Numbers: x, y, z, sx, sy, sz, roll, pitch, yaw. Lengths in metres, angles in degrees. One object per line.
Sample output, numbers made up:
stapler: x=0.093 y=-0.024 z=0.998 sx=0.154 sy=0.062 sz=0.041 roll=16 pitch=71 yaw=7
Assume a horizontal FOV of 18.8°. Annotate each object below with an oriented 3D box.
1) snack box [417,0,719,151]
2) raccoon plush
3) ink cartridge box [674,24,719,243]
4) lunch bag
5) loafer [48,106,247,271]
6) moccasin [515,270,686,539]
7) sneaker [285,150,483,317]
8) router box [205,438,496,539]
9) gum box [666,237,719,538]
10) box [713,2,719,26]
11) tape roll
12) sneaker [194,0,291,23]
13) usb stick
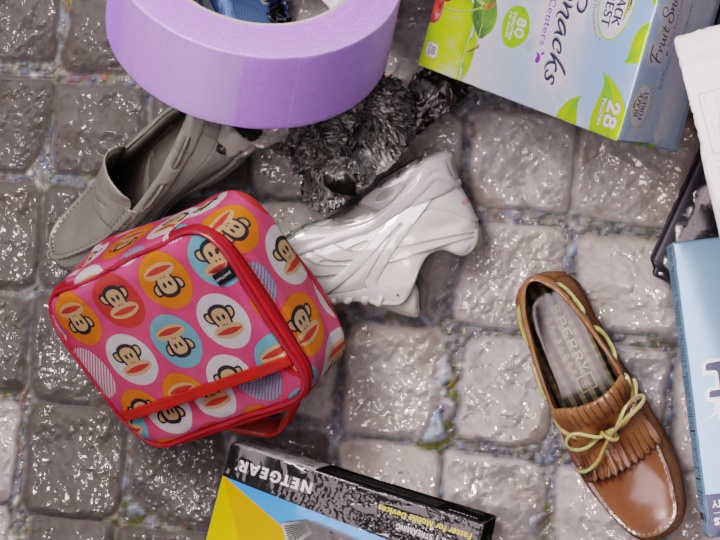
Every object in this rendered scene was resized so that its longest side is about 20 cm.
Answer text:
snack box: x=0.142 y=-0.187 z=1.423 sx=0.199 sy=0.067 sz=0.170 roll=25 pitch=105 yaw=45
raccoon plush: x=-0.018 y=-0.136 z=1.548 sx=0.200 sy=0.097 sz=0.134 roll=-43 pitch=101 yaw=-25
ink cartridge box: x=0.286 y=-0.062 z=1.298 sx=0.161 sy=0.050 sz=0.202 roll=-14 pitch=93 yaw=13
lunch bag: x=-0.112 y=0.047 z=1.555 sx=0.199 sy=0.082 sz=0.177 roll=-21 pitch=109 yaw=41
loafer: x=-0.168 y=-0.066 z=1.599 sx=0.200 sy=0.070 sz=0.070 roll=-37 pitch=51 yaw=29
moccasin: x=0.167 y=0.093 z=1.515 sx=0.073 sy=0.078 sz=0.203 roll=-22 pitch=83 yaw=14
sneaker: x=0.000 y=0.000 z=1.569 sx=0.199 sy=0.078 sz=0.100 roll=-30 pitch=91 yaw=18
router box: x=-0.015 y=0.222 z=1.576 sx=0.198 sy=0.051 sz=0.151 roll=15 pitch=94 yaw=16
gum box: x=0.305 y=0.071 z=1.476 sx=0.168 sy=0.045 sz=0.202 roll=-6 pitch=87 yaw=3
box: x=0.323 y=-0.143 z=1.393 sx=0.198 sy=0.198 sz=0.124 roll=16 pitch=93 yaw=-1
tape roll: x=-0.073 y=-0.187 z=1.480 sx=0.199 sy=0.200 sz=0.066 roll=29 pitch=137 yaw=15
sneaker: x=-0.085 y=-0.218 z=1.597 sx=0.089 sy=0.078 sz=0.201 roll=-37 pitch=79 yaw=14
usb stick: x=0.264 y=-0.080 z=1.516 sx=0.055 sy=0.033 sz=0.201 roll=24 pitch=95 yaw=5
